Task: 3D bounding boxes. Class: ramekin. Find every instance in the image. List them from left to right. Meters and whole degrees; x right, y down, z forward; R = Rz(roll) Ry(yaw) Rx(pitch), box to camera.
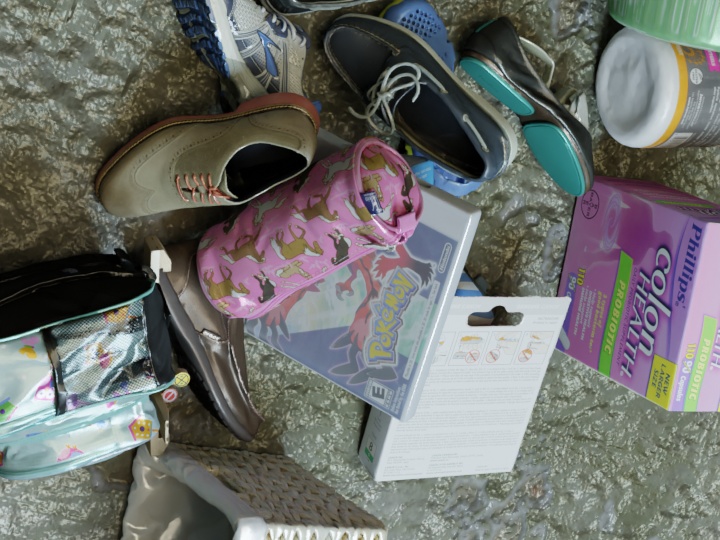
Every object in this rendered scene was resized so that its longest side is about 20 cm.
[{"bbox_3d":[0.321,-0.266,1.483,0.198,0.200,0.099,-3,114,-29],"label":"ramekin"}]

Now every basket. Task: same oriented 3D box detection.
[{"bbox_3d":[-0.103,0.269,1.403,0.159,0.198,0.203,5,102,-34],"label":"basket"}]

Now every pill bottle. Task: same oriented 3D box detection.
[{"bbox_3d":[0.335,-0.177,1.561,0.198,0.116,0.118,-3,107,-29],"label":"pill bottle"}]

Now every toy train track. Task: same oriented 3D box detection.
[{"bbox_3d":[-0.161,0.063,1.337,0.032,0.115,0.202,-9,123,-20],"label":"toy train track"}]

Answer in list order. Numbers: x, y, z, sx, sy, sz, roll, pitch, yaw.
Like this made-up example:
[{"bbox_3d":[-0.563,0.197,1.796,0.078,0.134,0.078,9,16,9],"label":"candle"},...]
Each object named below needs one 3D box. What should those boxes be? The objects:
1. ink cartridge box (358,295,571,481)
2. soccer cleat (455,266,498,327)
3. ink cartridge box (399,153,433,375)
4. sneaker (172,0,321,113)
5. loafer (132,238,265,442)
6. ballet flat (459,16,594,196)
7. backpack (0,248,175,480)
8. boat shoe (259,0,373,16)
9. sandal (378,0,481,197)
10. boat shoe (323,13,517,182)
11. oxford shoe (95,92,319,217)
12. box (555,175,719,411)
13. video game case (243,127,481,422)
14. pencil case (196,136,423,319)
[{"bbox_3d":[0.096,0.102,1.524,0.159,0.050,0.202,0,118,-29],"label":"ink cartridge box"},{"bbox_3d":[0.053,0.002,1.482,0.086,0.070,0.200,-47,122,-10],"label":"soccer cleat"},{"bbox_3d":[0.000,0.000,1.417,0.068,0.114,0.203,-26,120,-55],"label":"ink cartridge box"},{"bbox_3d":[-0.090,-0.191,1.346,0.085,0.077,0.201,-35,128,-17],"label":"sneaker"},{"bbox_3d":[-0.123,0.059,1.396,0.071,0.073,0.202,-32,118,-16],"label":"loafer"},{"bbox_3d":[0.171,-0.157,1.506,0.069,0.068,0.200,-53,123,-16],"label":"ballet flat"},{"bbox_3d":[-0.258,0.075,1.267,0.198,0.175,0.156,-9,105,-22],"label":"backpack"},{"bbox_3d":[0.010,-0.257,1.379,0.198,0.071,0.073,-27,116,-20],"label":"boat shoe"},{"bbox_3d":[0.068,-0.145,1.438,0.079,0.087,0.202,-26,114,-18],"label":"sandal"},{"bbox_3d":[0.042,-0.144,1.376,0.075,0.200,0.062,-52,171,32],"label":"boat shoe"},{"bbox_3d":[-0.128,-0.083,1.311,0.198,0.075,0.071,-21,125,14],"label":"oxford shoe"},{"bbox_3d":[0.285,0.019,1.542,0.096,0.200,0.178,3,104,-30],"label":"box"},{"bbox_3d":[-0.006,0.001,1.365,0.023,0.181,0.202,-26,139,-56],"label":"video game case"},{"bbox_3d":[-0.045,-0.030,1.321,0.083,0.199,0.087,41,40,-30],"label":"pencil case"}]
